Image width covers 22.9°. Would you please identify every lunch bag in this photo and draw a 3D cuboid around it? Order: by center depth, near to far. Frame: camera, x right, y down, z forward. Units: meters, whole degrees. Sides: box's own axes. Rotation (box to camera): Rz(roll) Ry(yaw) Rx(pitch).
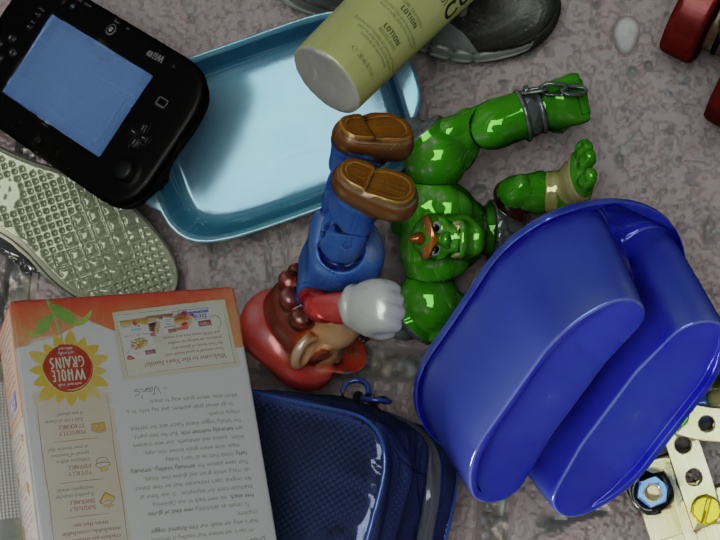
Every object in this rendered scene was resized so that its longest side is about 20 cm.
[{"bbox_3d":[-0.025,0.163,1.097,0.135,0.132,0.201,12,84,28],"label":"lunch bag"}]

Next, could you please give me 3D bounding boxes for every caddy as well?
[{"bbox_3d":[0.119,0.050,1.048,0.200,0.141,0.105,-57,36,26],"label":"caddy"}]

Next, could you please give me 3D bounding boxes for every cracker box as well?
[{"bbox_3d":[-0.126,0.114,1.007,0.133,0.058,0.201,-3,68,-20],"label":"cracker box"}]

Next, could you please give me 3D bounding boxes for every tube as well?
[{"bbox_3d":[0.041,-0.178,1.077,0.052,0.058,0.200,34,64,21],"label":"tube"}]

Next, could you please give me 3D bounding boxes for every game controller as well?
[{"bbox_3d":[-0.181,-0.118,1.158,0.200,0.042,0.105,33,97,35],"label":"game controller"}]

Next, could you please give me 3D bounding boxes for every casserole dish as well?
[{"bbox_3d":[-0.055,-0.093,1.165,0.199,0.039,0.122,-19,90,8],"label":"casserole dish"}]

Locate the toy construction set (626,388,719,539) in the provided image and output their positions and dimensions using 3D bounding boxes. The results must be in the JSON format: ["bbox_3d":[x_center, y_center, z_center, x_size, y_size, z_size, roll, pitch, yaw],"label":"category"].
[{"bbox_3d":[0.235,0.142,1.086,0.131,0.092,0.201,-18,71,6],"label":"toy construction set"}]

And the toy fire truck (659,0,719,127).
[{"bbox_3d":[0.263,-0.185,1.072,0.112,0.168,0.201,28,88,10],"label":"toy fire truck"}]

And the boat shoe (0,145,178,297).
[{"bbox_3d":[-0.211,-0.034,1.180,0.199,0.062,0.075,28,83,-5],"label":"boat shoe"}]

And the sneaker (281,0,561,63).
[{"bbox_3d":[0.027,-0.186,1.133,0.199,0.115,0.075,11,85,9],"label":"sneaker"}]

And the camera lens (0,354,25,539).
[{"bbox_3d":[-0.212,0.159,1.086,0.159,0.160,0.201,-14,62,6],"label":"camera lens"}]

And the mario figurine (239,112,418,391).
[{"bbox_3d":[0.000,0.000,1.100,0.106,0.200,0.123,36,46,13],"label":"mario figurine"}]

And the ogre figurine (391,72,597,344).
[{"bbox_3d":[0.082,-0.021,1.121,0.119,0.098,0.201,2,117,-4],"label":"ogre figurine"}]
